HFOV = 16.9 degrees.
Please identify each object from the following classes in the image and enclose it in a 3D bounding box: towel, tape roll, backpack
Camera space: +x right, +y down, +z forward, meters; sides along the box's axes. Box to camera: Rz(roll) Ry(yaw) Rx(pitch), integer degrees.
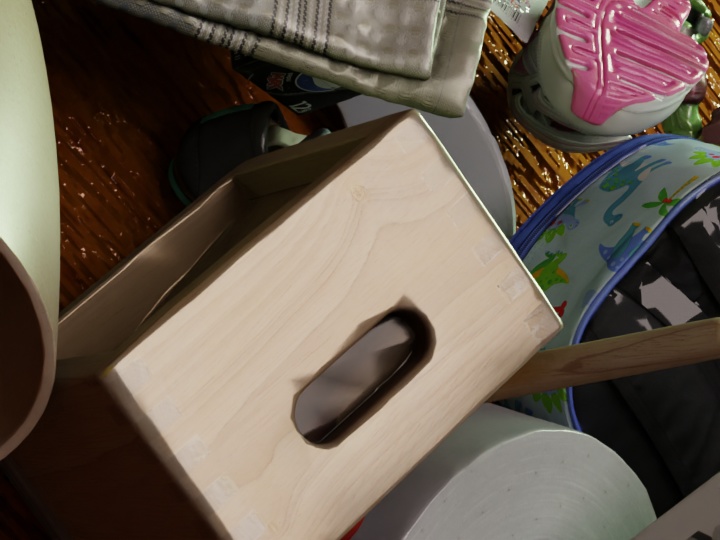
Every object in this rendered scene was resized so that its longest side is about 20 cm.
[{"bbox_3d":[-0.026,-0.175,1.002,0.199,0.035,0.194,17,64,-13],"label":"towel"},{"bbox_3d":[0.043,0.157,1.021,0.199,0.066,0.202,-13,109,-42],"label":"tape roll"},{"bbox_3d":[0.148,0.039,1.137,0.183,0.147,0.200,-45,124,-11],"label":"backpack"}]

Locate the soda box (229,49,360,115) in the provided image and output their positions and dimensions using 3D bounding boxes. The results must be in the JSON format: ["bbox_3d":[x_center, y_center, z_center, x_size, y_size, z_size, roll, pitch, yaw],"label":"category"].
[{"bbox_3d":[-0.028,-0.176,1.072,0.071,0.063,0.201,30,48,-61],"label":"soda box"}]

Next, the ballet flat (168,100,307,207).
[{"bbox_3d":[0.000,0.000,1.092,0.200,0.068,0.068,44,28,-23],"label":"ballet flat"}]

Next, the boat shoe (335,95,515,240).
[{"bbox_3d":[0.016,-0.088,1.153,0.201,0.068,0.057,60,17,-9],"label":"boat shoe"}]

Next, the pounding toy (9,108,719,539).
[{"bbox_3d":[-0.007,0.036,0.910,0.200,0.184,0.143,-41,103,-24],"label":"pounding toy"}]

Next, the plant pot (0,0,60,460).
[{"bbox_3d":[-0.186,-0.054,0.882,0.187,0.187,0.201,36,39,-28],"label":"plant pot"}]

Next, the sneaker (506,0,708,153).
[{"bbox_3d":[0.116,-0.093,1.189,0.081,0.089,0.200,29,20,0],"label":"sneaker"}]

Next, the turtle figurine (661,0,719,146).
[{"bbox_3d":[0.230,-0.096,1.271,0.199,0.193,0.145,-21,86,-49],"label":"turtle figurine"}]

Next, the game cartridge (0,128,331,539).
[{"bbox_3d":[-0.050,0.050,1.009,0.200,0.040,0.134,-40,106,-23],"label":"game cartridge"}]

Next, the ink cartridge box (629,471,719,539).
[{"bbox_3d":[0.147,0.177,0.980,0.200,0.083,0.147,-36,126,-9],"label":"ink cartridge box"}]

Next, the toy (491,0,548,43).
[{"bbox_3d":[0.045,-0.171,1.206,0.115,0.047,0.200,41,23,-7],"label":"toy"}]
